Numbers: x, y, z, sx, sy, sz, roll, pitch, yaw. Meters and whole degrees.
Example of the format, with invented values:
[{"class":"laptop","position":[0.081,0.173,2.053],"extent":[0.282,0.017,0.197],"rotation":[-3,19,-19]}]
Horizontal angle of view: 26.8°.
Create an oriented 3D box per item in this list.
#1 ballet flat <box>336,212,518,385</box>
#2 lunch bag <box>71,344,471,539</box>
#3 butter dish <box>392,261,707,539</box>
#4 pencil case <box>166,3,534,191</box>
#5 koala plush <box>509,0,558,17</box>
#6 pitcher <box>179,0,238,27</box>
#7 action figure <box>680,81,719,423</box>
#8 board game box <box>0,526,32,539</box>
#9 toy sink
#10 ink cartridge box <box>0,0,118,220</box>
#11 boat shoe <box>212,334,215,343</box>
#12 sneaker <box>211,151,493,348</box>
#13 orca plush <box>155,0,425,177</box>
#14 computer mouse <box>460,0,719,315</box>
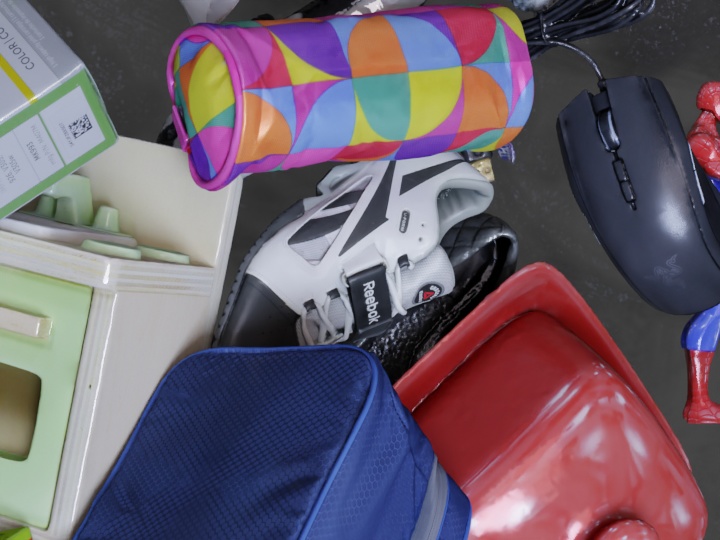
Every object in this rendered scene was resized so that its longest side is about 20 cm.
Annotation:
[{"class":"ballet flat","position":[0.021,0.050,0.853],"extent":[0.066,0.057,0.201],"rotation":[33,83,-10]},{"class":"lunch bag","position":[-0.038,0.135,0.701],"extent":[0.133,0.135,0.200],"rotation":[59,44,-35]},{"class":"butter dish","position":[0.105,0.132,0.807],"extent":[0.199,0.148,0.200],"rotation":[-43,115,-12]},{"class":"pencil case","position":[-0.002,-0.091,0.777],"extent":[0.199,0.088,0.089],"rotation":[-8,89,-35]},{"class":"koala plush","position":[0.068,-0.245,0.843],"extent":[0.176,0.184,0.201],"rotation":[3,108,-17]},{"class":"pitcher","position":[-0.145,-0.238,0.810],"extent":[0.199,0.121,0.172],"rotation":[23,64,-21]},{"class":"action figure","position":[0.235,-0.013,0.895],"extent":[0.098,0.065,0.201],"rotation":[-3,88,6]},{"class":"board game box","position":[-0.179,0.227,0.698],"extent":[0.101,0.048,0.201],"rotation":[-12,96,21]},{"class":"toy sink","position":[-0.154,0.027,0.752],"extent":[0.130,0.112,0.201],"rotation":[14,93,22]},{"class":"ink cartridge box","position":[-0.224,-0.052,0.698],"extent":[0.200,0.059,0.104],"rotation":[-36,57,-12]},{"class":"boat shoe","position":[-0.088,0.080,0.830],"extent":[0.063,0.071,0.201],"rotation":[-14,81,-45]},{"class":"sneaker","position":[0.000,0.000,0.807],"extent":[0.088,0.074,0.200],"rotation":[27,62,22]},{"class":"orca plush","position":[-0.044,-0.128,0.834],"extent":[0.200,0.105,0.071],"rotation":[-48,56,20]},{"class":"computer mouse","position":[0.124,-0.056,0.856],"extent":[0.140,0.046,0.201],"rotation":[-17,99,28]}]
